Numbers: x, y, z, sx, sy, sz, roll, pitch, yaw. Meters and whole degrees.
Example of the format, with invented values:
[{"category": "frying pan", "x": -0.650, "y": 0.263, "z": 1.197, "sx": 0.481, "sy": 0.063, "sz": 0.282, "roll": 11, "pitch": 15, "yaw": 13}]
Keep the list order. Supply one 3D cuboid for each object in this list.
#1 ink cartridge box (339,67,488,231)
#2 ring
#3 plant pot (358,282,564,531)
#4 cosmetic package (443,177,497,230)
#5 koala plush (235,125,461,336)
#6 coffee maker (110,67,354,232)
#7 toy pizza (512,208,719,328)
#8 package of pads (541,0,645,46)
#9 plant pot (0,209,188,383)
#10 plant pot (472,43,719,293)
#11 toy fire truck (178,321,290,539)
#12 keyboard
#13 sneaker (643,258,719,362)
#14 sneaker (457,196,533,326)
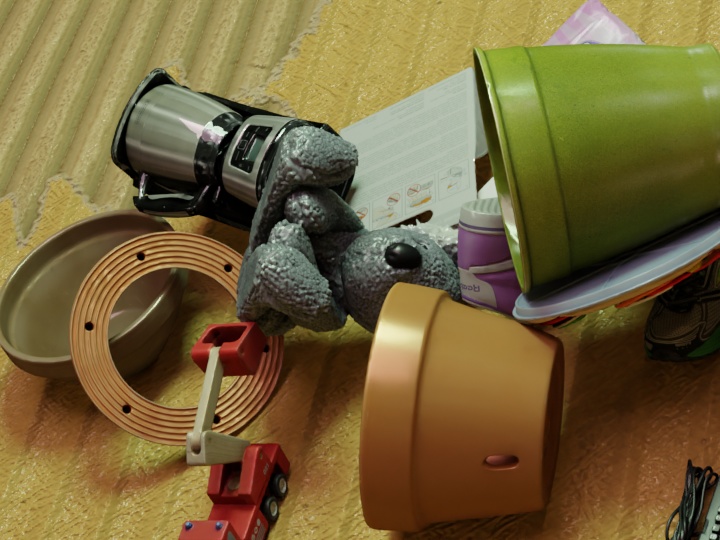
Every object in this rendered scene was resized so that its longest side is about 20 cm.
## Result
[{"category": "ink cartridge box", "x": 0.053, "y": -0.086, "z": 1.932, "sx": 0.159, "sy": 0.047, "sz": 0.201, "roll": -23, "pitch": 43, "yaw": 24}, {"category": "ring", "x": -0.168, "y": 0.063, "z": 1.839, "sx": 0.200, "sy": 0.200, "sz": 0.019, "roll": -45, "pitch": 0, "yaw": -21}, {"category": "plant pot", "x": 0.087, "y": 0.116, "z": 1.616, "sx": 0.139, "sy": 0.201, "sz": 0.201, "roll": 5, "pitch": 47, "yaw": 11}, {"category": "cosmetic package", "x": 0.170, "y": -0.075, "z": 1.869, "sx": 0.082, "sy": 0.051, "sz": 0.200, "roll": 23, "pitch": 60, "yaw": 44}, {"category": "koala plush", "x": 0.000, "y": 0.000, "z": 1.775, "sx": 0.199, "sy": 0.184, "sz": 0.179, "roll": 15, "pitch": 63, "yaw": -8}, {"category": "coffee maker", "x": -0.108, "y": -0.104, "z": 1.947, "sx": 0.199, "sy": 0.192, "sz": 0.136, "roll": 20, "pitch": 101, "yaw": 33}, {"category": "toy pizza", "x": 0.217, "y": 0.003, "z": 1.616, "sx": 0.199, "sy": 0.032, "sz": 0.200, "roll": -24, "pitch": 8, "yaw": 3}, {"category": "package of pads", "x": 0.229, "y": -0.137, "z": 1.770, "sx": 0.120, "sy": 0.076, "sz": 0.200, "roll": -44, "pitch": 49, "yaw": 5}, {"category": "plant pot", "x": -0.247, "y": 0.042, "z": 1.943, "sx": 0.199, "sy": 0.093, "sz": 0.202, "roll": -16, "pitch": 42, "yaw": 14}, {"category": "plant pot", "x": 0.204, "y": -0.099, "z": 1.613, "sx": 0.191, "sy": 0.201, "sz": 0.201, "roll": -12, "pitch": 40, "yaw": 2}, {"category": "toy fire truck", "x": -0.114, "y": 0.159, "z": 1.703, "sx": 0.048, "sy": 0.141, "sz": 0.201, "roll": -4, "pitch": 44, "yaw": 26}, {"category": "keyboard", "x": 0.278, "y": 0.193, "z": 1.526, "sx": 0.103, "sy": 0.040, "sz": 0.201, "roll": 1, "pitch": 46, "yaw": 29}, {"category": "sneaker", "x": 0.283, "y": -0.004, "z": 1.701, "sx": 0.078, "sy": 0.085, "sz": 0.201, "roll": 2, "pitch": 48, "yaw": 31}, {"category": "sneaker", "x": 0.170, "y": -0.011, "z": 1.789, "sx": 0.199, "sy": 0.115, "sz": 0.073, "roll": -7, "pitch": 16, "yaw": -26}]
